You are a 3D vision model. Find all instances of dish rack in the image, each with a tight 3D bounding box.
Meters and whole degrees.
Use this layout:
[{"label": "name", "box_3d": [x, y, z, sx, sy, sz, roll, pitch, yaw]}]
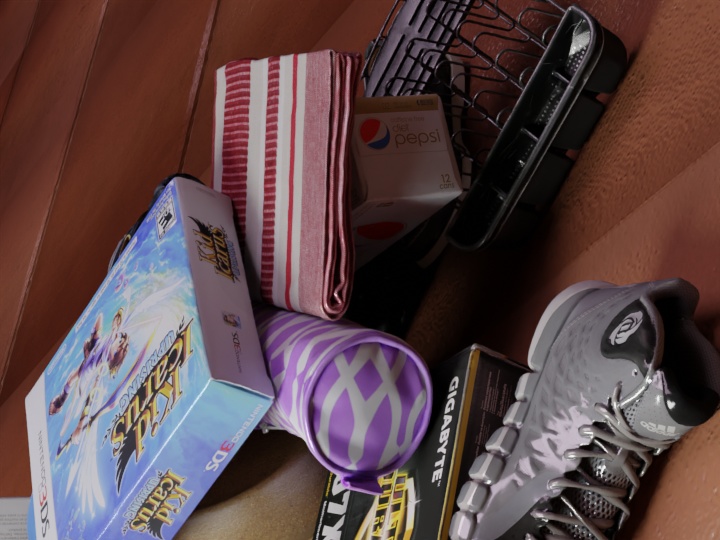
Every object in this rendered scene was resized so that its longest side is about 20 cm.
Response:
[{"label": "dish rack", "box_3d": [0.064, -0.115, 1.102, 0.200, 0.054, 0.154, 44, 110, 43]}]

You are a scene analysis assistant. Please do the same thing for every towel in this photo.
[{"label": "towel", "box_3d": [-0.047, -0.052, 1.057, 0.200, 0.023, 0.146, -170, 82, -67]}]

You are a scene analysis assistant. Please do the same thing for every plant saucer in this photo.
[{"label": "plant saucer", "box_3d": [-0.088, 0.127, 1.142, 0.198, 0.036, 0.201, -17, 24, 8]}]

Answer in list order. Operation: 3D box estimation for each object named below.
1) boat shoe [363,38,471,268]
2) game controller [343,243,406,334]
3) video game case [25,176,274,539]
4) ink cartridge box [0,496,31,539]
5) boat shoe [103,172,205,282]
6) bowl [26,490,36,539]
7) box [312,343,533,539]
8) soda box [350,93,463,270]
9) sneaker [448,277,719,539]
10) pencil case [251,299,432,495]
[{"label": "boat shoe", "box_3d": [0.031, -0.081, 1.215, 0.072, 0.067, 0.201, -50, 28, 36]}, {"label": "game controller", "box_3d": [0.000, 0.000, 1.235, 0.201, 0.042, 0.105, -96, 12, -54]}, {"label": "video game case", "box_3d": [-0.131, 0.076, 1.073, 0.201, 0.045, 0.182, -53, 33, 27]}, {"label": "ink cartridge box", "box_3d": [-0.308, 0.286, 1.443, 0.084, 0.145, 0.202, 136, 133, -60]}, {"label": "boat shoe", "box_3d": [-0.149, 0.001, 1.332, 0.091, 0.070, 0.201, -57, 18, 23]}, {"label": "bowl", "box_3d": [-0.147, 0.136, 1.283, 0.200, 0.039, 0.201, -42, -26, -26]}, {"label": "box", "box_3d": [0.023, 0.159, 0.995, 0.160, 0.049, 0.202, -37, 34, 55]}, {"label": "soda box", "box_3d": [-0.017, -0.040, 1.102, 0.200, 0.068, 0.064, -35, 65, 59]}, {"label": "sneaker", "box_3d": [0.108, 0.088, 0.829, 0.115, 0.075, 0.202, -20, 48, 59]}, {"label": "pencil case", "box_3d": [-0.028, 0.065, 1.039, 0.200, 0.083, 0.086, -168, 94, -70]}]
